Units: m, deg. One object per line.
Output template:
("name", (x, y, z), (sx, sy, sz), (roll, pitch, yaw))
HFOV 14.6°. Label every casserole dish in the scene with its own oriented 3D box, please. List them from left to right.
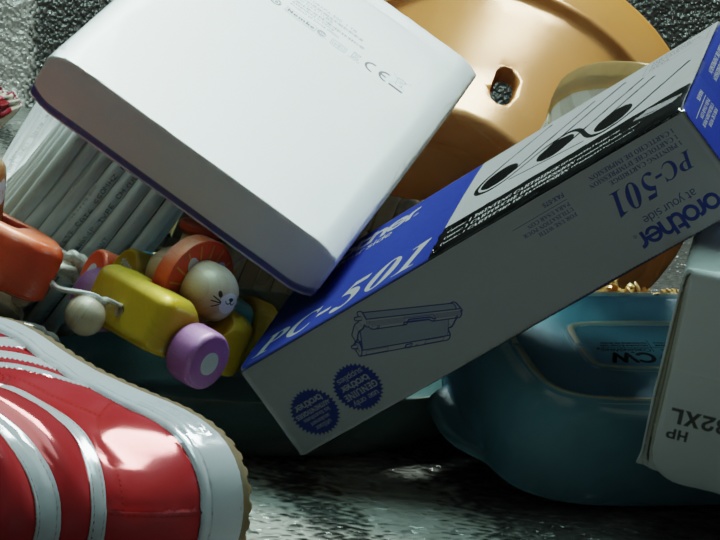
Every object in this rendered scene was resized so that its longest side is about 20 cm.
("casserole dish", (0.125, 0.045, 1.088), (0.199, 0.039, 0.121), (0, 26, -16))

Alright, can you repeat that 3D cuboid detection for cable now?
("cable", (-0.105, -0.064, 1.266), (0.069, 0.200, 0.200), (36, -28, -11))

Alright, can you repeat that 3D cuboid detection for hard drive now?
("hard drive", (-0.037, -0.076, 1.132), (0.132, 0.025, 0.200), (36, 30, 0))

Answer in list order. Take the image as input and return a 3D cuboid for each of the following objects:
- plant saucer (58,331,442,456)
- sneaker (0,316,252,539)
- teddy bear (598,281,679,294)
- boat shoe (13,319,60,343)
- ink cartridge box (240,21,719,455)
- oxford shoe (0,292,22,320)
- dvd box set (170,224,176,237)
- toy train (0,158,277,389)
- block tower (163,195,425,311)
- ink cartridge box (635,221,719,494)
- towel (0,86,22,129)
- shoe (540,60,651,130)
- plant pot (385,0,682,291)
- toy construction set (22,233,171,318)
("plant saucer", (-0.045, 0.051, 1.175), (0.199, 0.028, 0.200), (2, 7, 0))
("sneaker", (-0.139, 0.056, 0.902), (0.112, 0.072, 0.200), (1, 8, -43))
("teddy bear", (0.149, 0.033, 1.222), (0.199, 0.067, 0.145), (-2, 10, -27))
("boat shoe", (-0.163, 0.038, 1.073), (0.072, 0.068, 0.200), (-3, 7, -28))
("ink cartridge box", (0.055, -0.011, 1.033), (0.200, 0.044, 0.094), (-31, 12, 27))
("oxford shoe", (-0.201, 0.025, 1.228), (0.084, 0.073, 0.200), (36, -16, -18))
("dvd box set", (-0.052, -0.075, 1.380), (0.029, 0.147, 0.200), (25, 12, -10))
("toy train", (-0.101, -0.010, 1.084), (0.150, 0.056, 0.200), (26, 4, 11))
("block tower", (0.000, 0.000, 1.198), (0.200, 0.054, 0.058), (7, -23, 43))
("ink cartridge box", (0.193, 0.011, 1.037), (0.145, 0.084, 0.200), (13, 26, 8))
("towel", (-0.246, -0.029, 1.384), (0.023, 0.144, 0.200), (41, 15, 8))
("shoe", (0.099, -0.036, 1.145), (0.070, 0.054, 0.200), (10, -14, -9))
("plant pot", (0.053, -0.036, 1.336), (0.199, 0.201, 0.140), (4, 23, 17))
("toy construction set", (-0.167, -0.010, 1.420), (0.131, 0.093, 0.200), (5, 18, 22))
